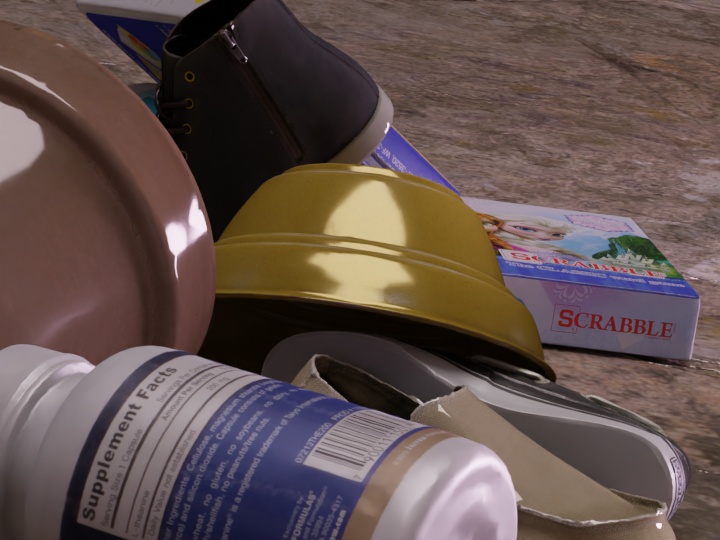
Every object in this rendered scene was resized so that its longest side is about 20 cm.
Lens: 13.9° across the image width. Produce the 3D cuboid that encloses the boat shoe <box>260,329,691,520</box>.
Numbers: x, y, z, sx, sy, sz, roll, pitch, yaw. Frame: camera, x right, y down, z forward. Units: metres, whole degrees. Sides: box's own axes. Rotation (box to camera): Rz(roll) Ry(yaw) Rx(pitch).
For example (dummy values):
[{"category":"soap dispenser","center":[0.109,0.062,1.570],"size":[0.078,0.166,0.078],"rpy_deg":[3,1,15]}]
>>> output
[{"category":"boat shoe","center":[0.052,0.075,1.345],"size":[0.200,0.071,0.064],"rpy_deg":[18,12,13]}]

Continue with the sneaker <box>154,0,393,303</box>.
[{"category":"sneaker","center":[-0.090,-0.052,1.468],"size":[0.106,0.200,0.075],"rpy_deg":[45,3,-27]}]

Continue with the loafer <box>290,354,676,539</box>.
[{"category":"loafer","center":[0.044,0.086,1.272],"size":[0.200,0.068,0.076],"rpy_deg":[14,14,19]}]

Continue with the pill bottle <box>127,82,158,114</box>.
[{"category":"pill bottle","center":[-0.069,-0.029,1.597],"size":[0.111,0.111,0.200],"rpy_deg":[-3,18,-43]}]

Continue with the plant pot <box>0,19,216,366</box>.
[{"category":"plant pot","center":[-0.184,0.016,1.212],"size":[0.200,0.200,0.175],"rpy_deg":[14,30,18]}]

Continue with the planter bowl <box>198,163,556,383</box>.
[{"category":"planter bowl","center":[0.000,0.000,1.406],"size":[0.200,0.083,0.200],"rpy_deg":[9,-13,2]}]

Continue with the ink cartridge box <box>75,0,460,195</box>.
[{"category":"ink cartridge box","center":[-0.037,-0.093,1.632],"size":[0.198,0.047,0.200],"rpy_deg":[44,-17,-32]}]

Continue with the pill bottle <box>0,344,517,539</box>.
[{"category":"pill bottle","center":[-0.053,0.092,1.087],"size":[0.200,0.111,0.111],"rpy_deg":[16,14,26]}]

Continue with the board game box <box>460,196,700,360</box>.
[{"category":"board game box","center":[0.082,-0.003,1.743],"size":[0.200,0.041,0.200],"rpy_deg":[7,13,-9]}]
